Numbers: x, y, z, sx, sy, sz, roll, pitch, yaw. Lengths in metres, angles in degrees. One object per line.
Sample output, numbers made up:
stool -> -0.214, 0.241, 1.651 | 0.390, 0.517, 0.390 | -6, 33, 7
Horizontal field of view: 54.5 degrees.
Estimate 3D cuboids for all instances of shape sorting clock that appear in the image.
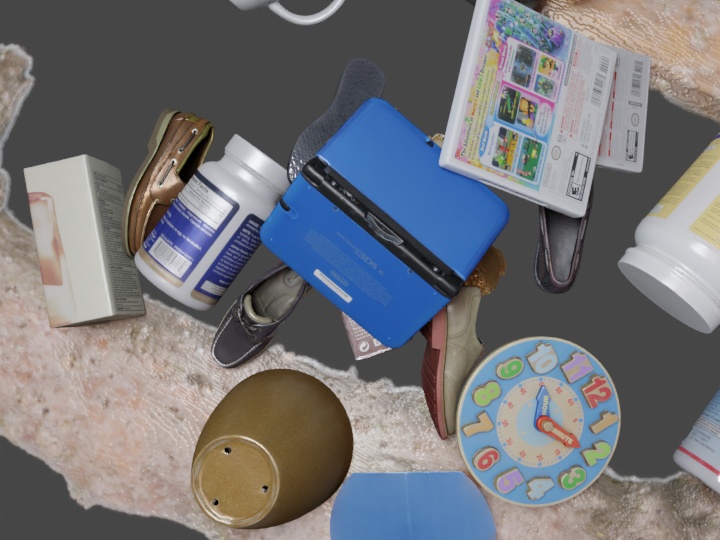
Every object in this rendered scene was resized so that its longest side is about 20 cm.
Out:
shape sorting clock -> 0.208, 0.176, 0.810 | 0.200, 0.039, 0.200 | 0, 90, -12

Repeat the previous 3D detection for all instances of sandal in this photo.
sandal -> -0.025, -0.171, 0.860 | 0.076, 0.043, 0.200 | 32, 66, -8

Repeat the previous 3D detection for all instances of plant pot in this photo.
plant pot -> -0.112, 0.213, 0.797 | 0.186, 0.200, 0.187 | 0, 87, 7

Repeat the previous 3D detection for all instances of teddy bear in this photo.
teddy bear -> 0.099, -0.059, 0.822 | 0.067, 0.200, 0.145 | -6, 48, 43

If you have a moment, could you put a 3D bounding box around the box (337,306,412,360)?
box -> 0.000, 0.000, 0.841 | 0.075, 0.100, 0.200 | -21, 86, 5

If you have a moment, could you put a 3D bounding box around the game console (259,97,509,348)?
game console -> 0.025, -0.048, 0.748 | 0.200, 0.118, 0.171 | 40, 126, -2

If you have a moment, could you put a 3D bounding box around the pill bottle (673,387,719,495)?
pill bottle -> 0.448, 0.162, 0.773 | 0.109, 0.109, 0.200 | 34, 92, 7

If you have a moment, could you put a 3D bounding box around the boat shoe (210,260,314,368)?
boat shoe -> -0.122, 0.048, 0.859 | 0.200, 0.065, 0.072 | -43, 83, 16

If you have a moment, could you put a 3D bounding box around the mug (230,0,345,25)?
mug -> -0.097, -0.395, 0.859 | 0.175, 0.148, 0.200 | -43, 114, 12

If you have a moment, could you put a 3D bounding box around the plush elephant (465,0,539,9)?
plush elephant -> 0.195, -0.365, 0.806 | 0.200, 0.165, 0.155 | 29, 107, -21

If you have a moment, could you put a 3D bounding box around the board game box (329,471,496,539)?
board game box -> 0.064, 0.317, 0.853 | 0.200, 0.039, 0.158 | -4, 92, 12

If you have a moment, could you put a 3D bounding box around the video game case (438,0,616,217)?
video game case -> 0.187, -0.179, 0.760 | 0.182, 0.024, 0.200 | 17, 81, -21

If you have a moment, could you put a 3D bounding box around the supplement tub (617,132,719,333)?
supplement tub -> 0.399, -0.045, 0.769 | 0.145, 0.145, 0.200 | 41, 93, 7

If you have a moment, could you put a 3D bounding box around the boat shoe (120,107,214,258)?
boat shoe -> -0.244, -0.106, 0.889 | 0.068, 0.072, 0.200 | 17, 90, 9

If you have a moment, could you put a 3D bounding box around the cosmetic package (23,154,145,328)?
cosmetic package -> -0.346, -0.033, 0.885 | 0.087, 0.103, 0.200 | -11, 85, 6

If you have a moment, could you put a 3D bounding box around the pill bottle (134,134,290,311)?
pill bottle -> -0.173, -0.060, 0.857 | 0.116, 0.116, 0.200 | 38, 92, 7

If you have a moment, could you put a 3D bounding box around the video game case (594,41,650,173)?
video game case -> 0.249, -0.198, 0.812 | 0.200, 0.018, 0.143 | 6, 88, -22

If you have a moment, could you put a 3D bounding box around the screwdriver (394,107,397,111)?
screwdriver -> 0.021, -0.085, 0.784 | 0.029, 0.028, 0.200 | 0, 82, 29

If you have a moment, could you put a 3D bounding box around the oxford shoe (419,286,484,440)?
oxford shoe -> 0.112, 0.111, 0.816 | 0.075, 0.070, 0.200 | -8, 118, -10

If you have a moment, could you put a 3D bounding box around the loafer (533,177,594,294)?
loafer -> 0.244, -0.072, 0.831 | 0.072, 0.063, 0.200 | 4, 88, 6
